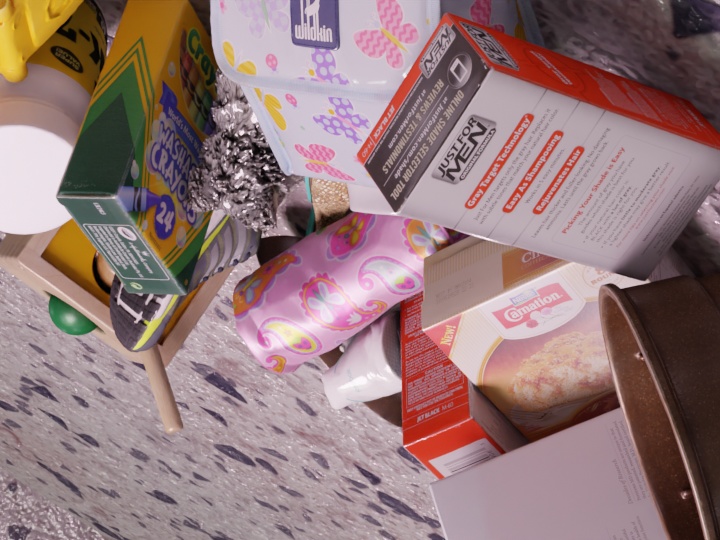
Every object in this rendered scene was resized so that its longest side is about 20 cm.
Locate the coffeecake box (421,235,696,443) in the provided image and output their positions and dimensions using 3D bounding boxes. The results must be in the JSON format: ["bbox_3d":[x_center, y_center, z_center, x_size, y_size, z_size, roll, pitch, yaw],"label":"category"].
[{"bbox_3d":[0.159,0.045,1.291,0.153,0.073,0.200,-25,128,26],"label":"coffeecake box"}]

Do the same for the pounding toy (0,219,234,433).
[{"bbox_3d":[-0.188,-0.001,1.543,0.184,0.201,0.142,38,167,-19],"label":"pounding toy"}]

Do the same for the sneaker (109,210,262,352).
[{"bbox_3d":[-0.124,-0.017,1.470,0.081,0.201,0.074,34,180,-44],"label":"sneaker"}]

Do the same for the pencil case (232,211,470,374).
[{"bbox_3d":[0.000,0.000,1.364,0.199,0.088,0.087,-31,124,23],"label":"pencil case"}]

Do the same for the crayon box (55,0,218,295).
[{"bbox_3d":[-0.139,-0.101,1.308,0.051,0.201,0.126,2,149,22],"label":"crayon box"}]

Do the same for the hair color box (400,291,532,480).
[{"bbox_3d":[0.082,0.071,1.374,0.064,0.201,0.111,-24,130,25],"label":"hair color box"}]

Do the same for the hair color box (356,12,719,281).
[{"bbox_3d":[0.108,-0.066,1.049,0.199,0.102,0.061,14,-150,-39],"label":"hair color box"}]

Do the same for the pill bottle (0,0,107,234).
[{"bbox_3d":[-0.240,-0.124,1.340,0.114,0.201,0.115,-3,130,-4],"label":"pill bottle"}]

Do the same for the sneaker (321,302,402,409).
[{"bbox_3d":[0.027,0.053,1.451,0.080,0.200,0.071,-28,91,26],"label":"sneaker"}]

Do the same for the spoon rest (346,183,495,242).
[{"bbox_3d":[0.066,-0.061,1.236,0.199,0.061,0.100,-4,104,38],"label":"spoon rest"}]

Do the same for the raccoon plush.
[{"bbox_3d":[-0.087,-0.122,1.252,0.096,0.134,0.200,13,153,38],"label":"raccoon plush"}]

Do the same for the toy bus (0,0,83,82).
[{"bbox_3d":[-0.286,-0.212,1.242,0.199,0.193,0.136,29,161,9],"label":"toy bus"}]

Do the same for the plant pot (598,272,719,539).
[{"bbox_3d":[0.263,0.074,1.080,0.200,0.197,0.201,162,90,-89],"label":"plant pot"}]

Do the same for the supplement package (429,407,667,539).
[{"bbox_3d":[0.175,0.201,1.263,0.199,0.152,0.151,-22,146,6],"label":"supplement package"}]

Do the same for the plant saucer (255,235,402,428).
[{"bbox_3d":[-0.011,0.043,1.546,0.200,0.032,0.200,48,-168,-14],"label":"plant saucer"}]

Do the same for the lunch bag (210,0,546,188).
[{"bbox_3d":[0.007,-0.140,1.107,0.169,0.127,0.200,13,146,30],"label":"lunch bag"}]

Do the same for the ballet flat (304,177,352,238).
[{"bbox_3d":[-0.009,-0.053,1.409,0.065,0.071,0.200,11,161,2],"label":"ballet flat"}]
